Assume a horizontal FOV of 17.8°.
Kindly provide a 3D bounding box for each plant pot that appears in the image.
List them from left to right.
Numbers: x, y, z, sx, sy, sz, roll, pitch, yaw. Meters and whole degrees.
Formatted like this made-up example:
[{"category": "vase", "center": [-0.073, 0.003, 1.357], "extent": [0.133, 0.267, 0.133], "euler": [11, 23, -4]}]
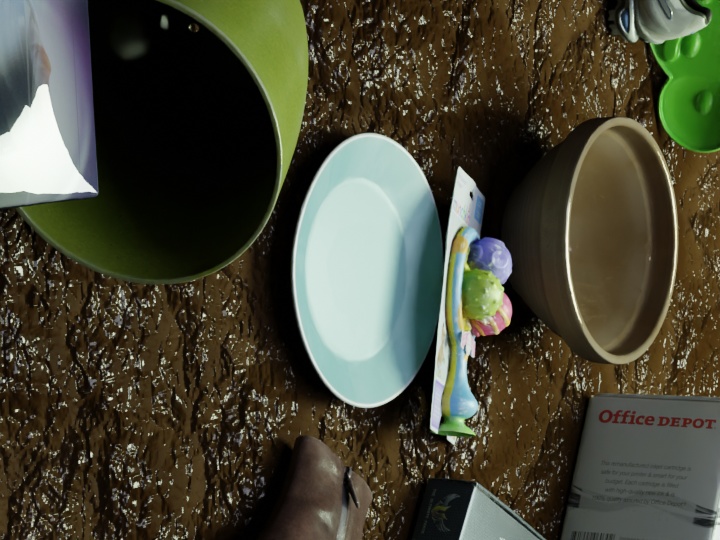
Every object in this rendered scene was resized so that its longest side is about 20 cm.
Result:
[{"category": "plant pot", "center": [-0.108, -0.121, 1.411], "extent": [0.200, 0.186, 0.188], "euler": [-59, 138, -58]}, {"category": "plant pot", "center": [0.178, -0.024, 1.891], "extent": [0.200, 0.092, 0.202], "euler": [0, 90, -56]}]

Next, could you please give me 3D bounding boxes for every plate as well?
[{"category": "plate", "center": [0.000, 0.000, 1.685], "extent": [0.200, 0.025, 0.202], "euler": [0, 90, -56]}]

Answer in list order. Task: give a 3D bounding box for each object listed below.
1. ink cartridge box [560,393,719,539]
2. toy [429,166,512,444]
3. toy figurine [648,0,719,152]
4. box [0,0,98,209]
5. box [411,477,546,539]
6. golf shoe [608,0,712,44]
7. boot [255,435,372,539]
[{"category": "ink cartridge box", "center": [0.255, 0.215, 1.963], "extent": [0.086, 0.146, 0.201], "euler": [39, 60, -48]}, {"category": "toy", "center": [0.091, 0.032, 1.777], "extent": [0.115, 0.047, 0.201], "euler": [41, 58, -74]}, {"category": "toy figurine", "center": [0.356, -0.228, 2.142], "extent": [0.184, 0.149, 0.201], "euler": [-40, 145, -59]}, {"category": "box", "center": [-0.248, -0.130, 1.227], "extent": [0.198, 0.123, 0.201], "euler": [-12, 101, -57]}, {"category": "box", "center": [0.082, 0.283, 1.793], "extent": [0.158, 0.051, 0.201], "euler": [42, 57, -47]}, {"category": "golf shoe", "center": [0.265, -0.300, 2.011], "extent": [0.078, 0.097, 0.201], "euler": [-25, 110, -51]}, {"category": "boot", "center": [-0.059, 0.188, 1.586], "extent": [0.200, 0.072, 0.167], "euler": [47, 42, -45]}]
